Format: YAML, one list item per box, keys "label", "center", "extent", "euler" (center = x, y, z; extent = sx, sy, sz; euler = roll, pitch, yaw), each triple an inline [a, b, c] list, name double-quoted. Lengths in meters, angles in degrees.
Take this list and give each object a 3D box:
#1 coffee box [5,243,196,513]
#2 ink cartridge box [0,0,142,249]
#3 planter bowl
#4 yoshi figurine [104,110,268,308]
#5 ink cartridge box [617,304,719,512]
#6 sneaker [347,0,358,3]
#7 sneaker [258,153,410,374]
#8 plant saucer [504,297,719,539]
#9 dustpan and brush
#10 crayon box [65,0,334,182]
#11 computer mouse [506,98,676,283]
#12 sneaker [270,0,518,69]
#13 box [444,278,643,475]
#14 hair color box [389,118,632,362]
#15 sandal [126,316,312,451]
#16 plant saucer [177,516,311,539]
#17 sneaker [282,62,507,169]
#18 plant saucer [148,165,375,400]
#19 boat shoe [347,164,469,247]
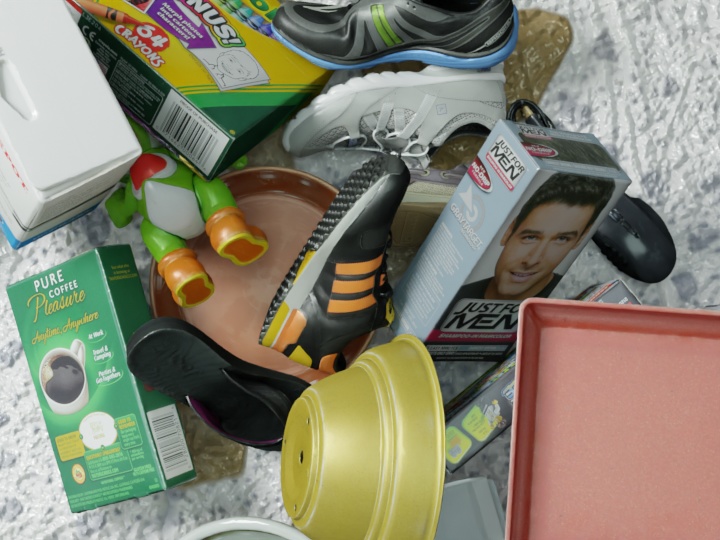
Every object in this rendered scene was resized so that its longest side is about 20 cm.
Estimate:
- label: "coffee box"
  center: [-0.212, 0.089, 0.894]
  extent: [0.123, 0.044, 0.201]
  euler: [-21, 85, 35]
- label: "ink cartridge box"
  center: [-0.248, -0.110, 0.815]
  extent: [0.084, 0.200, 0.146]
  euler: [-30, 94, -25]
- label: "planter bowl"
  center: [-0.011, 0.144, 0.830]
  extent: [0.083, 0.200, 0.201]
  euler: [7, 86, -17]
- label: "yoshi figurine"
  center: [-0.158, -0.070, 0.893]
  extent: [0.112, 0.112, 0.200]
  euler: [-19, 64, -40]
- label: "ink cartridge box"
  center: [0.281, 0.099, 0.878]
  extent: [0.076, 0.136, 0.200]
  euler: [40, 87, 1]
- label: "sneaker"
  center: [-0.005, -0.282, 0.932]
  extent: [0.199, 0.078, 0.100]
  euler: [16, 79, -3]
- label: "sneaker"
  center: [0.000, 0.000, 0.861]
  extent: [0.090, 0.070, 0.200]
  euler: [30, 119, -10]
- label: "plant saucer"
  center: [0.208, 0.127, 0.793]
  extent: [0.199, 0.037, 0.201]
  euler: [4, 83, 6]
- label: "dustpan and brush"
  center: [0.029, 0.258, 0.903]
  extent: [0.200, 0.057, 0.140]
  euler: [-18, 85, 28]
- label: "crayon box"
  center: [-0.139, -0.188, 0.883]
  extent: [0.200, 0.058, 0.173]
  euler: [41, 43, 1]
- label: "computer mouse"
  center: [0.197, -0.069, 0.940]
  extent: [0.059, 0.034, 0.200]
  euler: [-44, 87, -2]
- label: "sneaker"
  center: [0.027, -0.208, 0.882]
  extent: [0.199, 0.083, 0.071]
  euler: [1, 42, 7]
- label: "box"
  center: [0.135, 0.084, 0.892]
  extent: [0.200, 0.110, 0.035]
  euler: [-39, 88, -3]
- label: "hair color box"
  center: [0.109, -0.016, 0.851]
  extent: [0.099, 0.200, 0.061]
  euler: [3, 42, -35]
- label: "sandal"
  center: [-0.100, 0.106, 0.870]
  extent: [0.200, 0.048, 0.075]
  euler: [32, 113, -34]
- label: "plant saucer"
  center: [-0.081, 0.295, 0.895]
  extent: [0.199, 0.050, 0.201]
  euler: [1, 93, 15]
- label: "sneaker"
  center: [0.034, -0.123, 0.920]
  extent: [0.199, 0.075, 0.082]
  euler: [-15, 85, -2]
- label: "plant saucer"
  center: [-0.078, 0.012, 0.934]
  extent: [0.200, 0.032, 0.201]
  euler: [0, 86, 0]
- label: "boat shoe"
  center: [0.084, -0.056, 0.918]
  extent: [0.199, 0.072, 0.065]
  euler: [2, 56, -10]
